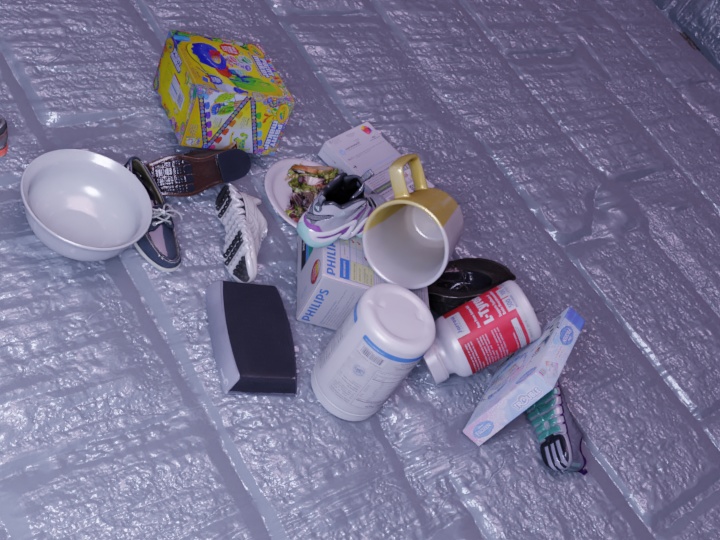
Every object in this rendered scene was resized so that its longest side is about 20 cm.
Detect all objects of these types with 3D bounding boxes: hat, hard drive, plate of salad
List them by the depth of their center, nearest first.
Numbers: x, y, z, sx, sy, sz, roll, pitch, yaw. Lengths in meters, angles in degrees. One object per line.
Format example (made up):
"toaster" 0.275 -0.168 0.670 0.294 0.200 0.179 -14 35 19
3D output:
"hard drive" -0.168 0.102 1.541 0.134 0.042 0.201 7 48 -29
"hat" 0.184 0.044 1.786 0.198 0.082 0.201 -3 18 1
"plate of salad" -0.083 -0.142 1.824 0.198 0.048 0.201 19 43 -19

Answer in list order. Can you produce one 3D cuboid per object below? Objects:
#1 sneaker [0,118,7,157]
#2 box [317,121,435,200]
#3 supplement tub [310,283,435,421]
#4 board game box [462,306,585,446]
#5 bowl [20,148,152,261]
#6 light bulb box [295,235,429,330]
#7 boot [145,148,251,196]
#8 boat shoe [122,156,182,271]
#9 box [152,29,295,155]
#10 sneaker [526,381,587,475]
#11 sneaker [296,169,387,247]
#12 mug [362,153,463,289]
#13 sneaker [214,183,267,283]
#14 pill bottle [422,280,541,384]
"sneaker" -0.639 -0.244 1.515 0.198 0.082 0.078 18 44 -20
"box" 0.033 -0.200 1.963 0.200 0.041 0.156 45 41 10
"supplement tub" 0.018 0.128 1.523 0.131 0.200 0.133 18 44 -19
"board game box" 0.276 0.178 1.650 0.043 0.200 0.199 42 41 0
"bowl" -0.427 -0.083 1.502 0.199 0.091 0.202 18 44 -18
"light bulb box" 0.000 0.000 1.688 0.198 0.125 0.199 16 45 -19
"boot" -0.294 -0.171 1.708 0.198 0.076 0.097 -10 11 -15
"boat shoe" -0.338 -0.093 1.588 0.074 0.062 0.201 -4 60 -44
"box" -0.254 -0.325 1.804 0.191 0.123 0.201 2 40 -33
"sneaker" 0.347 0.265 1.733 0.087 0.074 0.202 24 47 -38
"sneaker" -0.003 -0.117 1.592 0.078 0.140 0.199 47 43 17
"mug" 0.105 -0.082 1.616 0.148 0.188 0.153 26 30 15
"sneaker" -0.191 -0.061 1.662 0.081 0.075 0.201 16 44 -34
"pill bottle" 0.196 0.109 1.667 0.199 0.112 0.113 -28 63 -2
